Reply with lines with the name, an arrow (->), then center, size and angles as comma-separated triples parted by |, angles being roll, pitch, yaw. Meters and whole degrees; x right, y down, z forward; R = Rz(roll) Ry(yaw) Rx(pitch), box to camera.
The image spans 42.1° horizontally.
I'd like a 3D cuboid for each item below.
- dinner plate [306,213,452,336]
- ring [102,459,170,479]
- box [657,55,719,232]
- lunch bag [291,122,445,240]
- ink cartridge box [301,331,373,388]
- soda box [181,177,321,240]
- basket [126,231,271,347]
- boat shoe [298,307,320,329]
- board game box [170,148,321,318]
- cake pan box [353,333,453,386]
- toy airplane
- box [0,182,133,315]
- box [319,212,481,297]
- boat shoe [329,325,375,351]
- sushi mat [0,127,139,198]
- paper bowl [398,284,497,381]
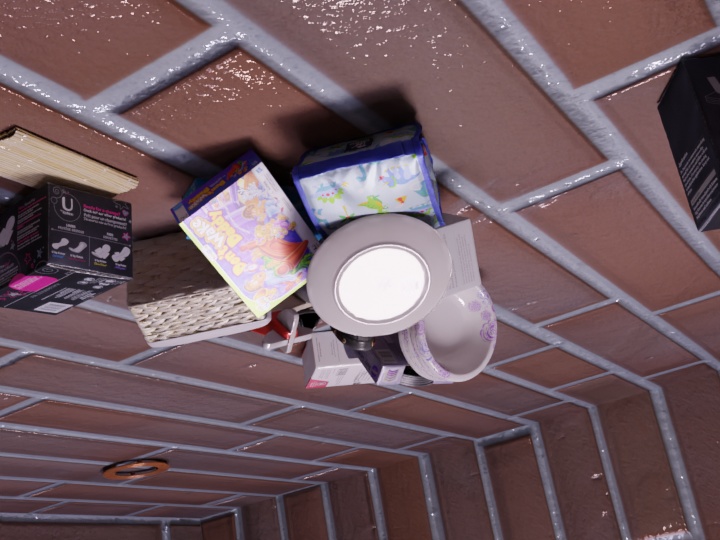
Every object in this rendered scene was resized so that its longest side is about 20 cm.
dinner plate -> 0.027, 0.015, 1.245 | 0.199, 0.024, 0.201 | -6, 127, -9
ring -> -0.677, 0.599, 2.821 | 0.199, 0.019, 0.201 | -10, 158, -4
box -> 0.519, -0.173, 1.209 | 0.195, 0.201, 0.118 | -8, 158, -4
lunch bag -> 0.013, -0.116, 1.228 | 0.169, 0.128, 0.200 | -14, 168, 9
ink cartridge box -> -0.016, 0.188, 2.015 | 0.199, 0.085, 0.145 | -3, 157, -14
soda box -> -0.146, -0.081, 1.324 | 0.199, 0.065, 0.068 | 2, 155, -29
basket -> -0.247, 0.018, 1.418 | 0.199, 0.136, 0.124 | -11, 147, 3
boat shoe -> -0.114, 0.085, 1.748 | 0.071, 0.068, 0.200 | 2, 157, -31
board game box -> -0.143, -0.046, 1.262 | 0.134, 0.045, 0.200 | -37, 129, -2
cake pan box -> 0.076, 0.151, 1.835 | 0.183, 0.200, 0.053 | 0, 121, -31
toy airplane -> -0.165, 0.054, 1.546 | 0.198, 0.142, 0.200 | 1, -168, 4
box -> -0.415, -0.024, 1.260 | 0.199, 0.116, 0.132 | -20, 158, 39
box -> 0.051, -0.011, 1.387 | 0.199, 0.107, 0.152 | -18, -163, -21
boat shoe -> -0.023, 0.076, 1.481 | 0.073, 0.064, 0.201 | 6, -171, -16
sushi mat -> -0.385, -0.125, 1.179 | 0.095, 0.012, 0.200 | -22, 156, 28
paper bowl -> 0.151, 0.104, 1.734 | 0.200, 0.202, 0.104 | 6, 172, -36
